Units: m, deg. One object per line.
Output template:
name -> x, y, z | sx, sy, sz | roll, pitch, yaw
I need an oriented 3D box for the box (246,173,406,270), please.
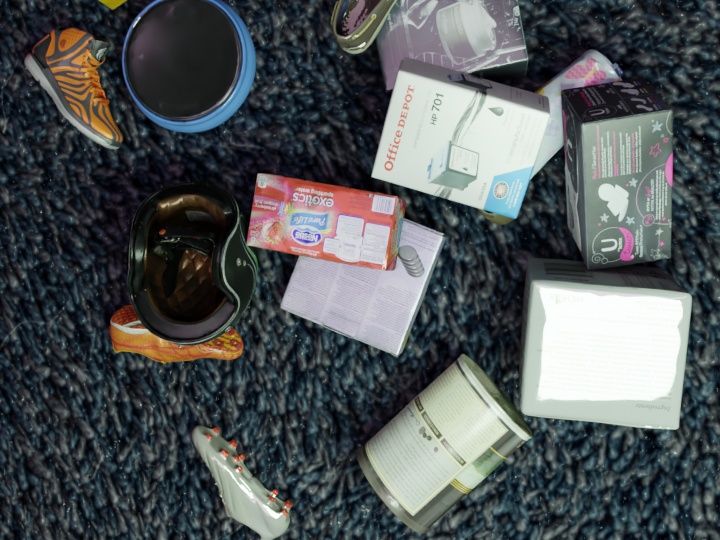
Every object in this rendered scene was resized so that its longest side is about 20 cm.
box -> -0.045, -0.065, 1.304 | 0.197, 0.095, 0.101 | 10, 91, 10

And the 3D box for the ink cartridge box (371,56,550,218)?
ink cartridge box -> 0.127, -0.170, 1.232 | 0.197, 0.086, 0.148 | 15, 115, 0

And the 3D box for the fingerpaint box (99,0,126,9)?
fingerpaint box -> -0.400, -0.491, 1.358 | 0.073, 0.167, 0.202 | -28, 88, 6

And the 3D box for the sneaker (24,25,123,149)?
sneaker -> -0.398, -0.279, 1.410 | 0.112, 0.078, 0.200 | -43, 85, 9

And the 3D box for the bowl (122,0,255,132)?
bowl -> -0.253, -0.305, 1.402 | 0.197, 0.039, 0.204 | 0, 90, 8

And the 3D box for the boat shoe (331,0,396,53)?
boat shoe -> 0.023, -0.376, 1.227 | 0.071, 0.059, 0.202 | 31, 97, 9

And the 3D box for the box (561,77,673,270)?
box -> 0.325, -0.125, 1.234 | 0.113, 0.133, 0.203 | -7, 118, 2

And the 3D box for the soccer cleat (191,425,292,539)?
soccer cleat -> -0.186, 0.314, 1.404 | 0.078, 0.069, 0.200 | -44, 88, 11

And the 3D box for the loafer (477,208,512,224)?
loafer -> 0.145, -0.146, 1.333 | 0.200, 0.067, 0.076 | 42, 97, 5

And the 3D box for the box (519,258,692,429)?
box -> 0.306, 0.088, 1.243 | 0.197, 0.199, 0.174 | 5, 99, 8

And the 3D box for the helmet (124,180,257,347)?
helmet -> -0.232, -0.002, 1.336 | 0.197, 0.201, 0.193 | 10, 134, 8

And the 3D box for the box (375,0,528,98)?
box -> 0.115, -0.350, 1.305 | 0.193, 0.124, 0.203 | -11, 90, 7

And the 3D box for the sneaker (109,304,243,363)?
sneaker -> -0.268, 0.101, 1.417 | 0.197, 0.073, 0.078 | 11, 130, 2

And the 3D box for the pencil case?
pencil case -> 0.266, -0.208, 1.305 | 0.199, 0.083, 0.091 | -37, 100, 8

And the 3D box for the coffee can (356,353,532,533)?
coffee can -> 0.113, 0.235, 1.311 | 0.200, 0.146, 0.147 | -43, 85, 8

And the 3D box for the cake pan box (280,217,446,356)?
cake pan box -> 0.000, 0.000, 1.371 | 0.197, 0.052, 0.187 | 20, 93, 8
